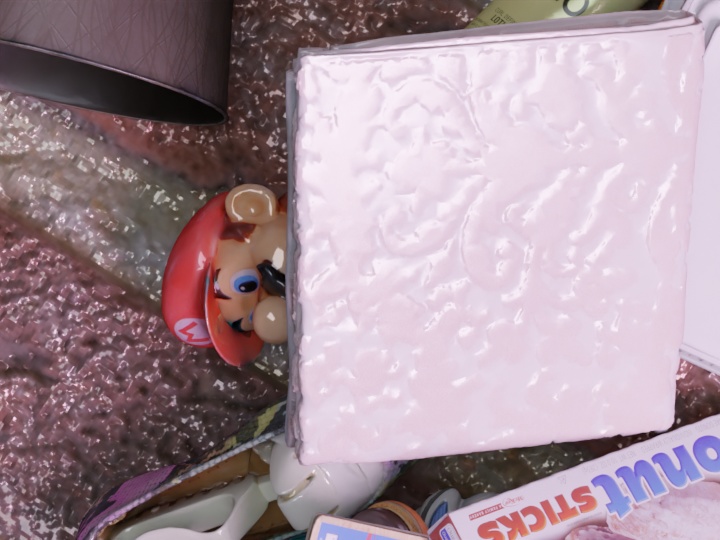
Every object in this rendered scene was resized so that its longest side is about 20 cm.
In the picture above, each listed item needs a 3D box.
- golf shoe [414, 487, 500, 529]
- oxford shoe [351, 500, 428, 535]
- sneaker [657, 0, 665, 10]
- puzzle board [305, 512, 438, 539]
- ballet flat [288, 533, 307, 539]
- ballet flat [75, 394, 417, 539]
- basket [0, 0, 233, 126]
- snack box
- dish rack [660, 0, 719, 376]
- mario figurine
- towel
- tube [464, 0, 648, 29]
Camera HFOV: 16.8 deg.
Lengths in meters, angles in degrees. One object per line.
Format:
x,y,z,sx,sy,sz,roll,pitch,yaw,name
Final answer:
0.061,0.205,1.136,0.097,0.078,0.201,6,87,19,golf shoe
-0.026,0.196,1.097,0.071,0.073,0.200,19,88,43,oxford shoe
0.221,-0.158,1.160,0.073,0.077,0.200,44,88,8,sneaker
0.020,0.217,1.084,0.150,0.017,0.200,15,90,-22,puzzle board
-0.073,0.213,1.164,0.200,0.073,0.073,-44,84,-9,ballet flat
-0.049,0.106,1.144,0.200,0.071,0.069,-26,107,15,ballet flat
-0.130,-0.187,1.164,0.180,0.136,0.201,12,83,1,basket
0.125,0.118,1.108,0.200,0.024,0.072,-16,70,-37,snack box
0.192,-0.033,1.127,0.171,0.044,0.200,25,115,6,dish rack
0.000,0.000,1.140,0.200,0.106,0.124,-18,88,14,mario figurine
0.058,-0.013,1.086,0.191,0.032,0.200,-5,114,-16,towel
0.105,-0.136,1.181,0.200,0.052,0.058,-44,94,-1,tube
